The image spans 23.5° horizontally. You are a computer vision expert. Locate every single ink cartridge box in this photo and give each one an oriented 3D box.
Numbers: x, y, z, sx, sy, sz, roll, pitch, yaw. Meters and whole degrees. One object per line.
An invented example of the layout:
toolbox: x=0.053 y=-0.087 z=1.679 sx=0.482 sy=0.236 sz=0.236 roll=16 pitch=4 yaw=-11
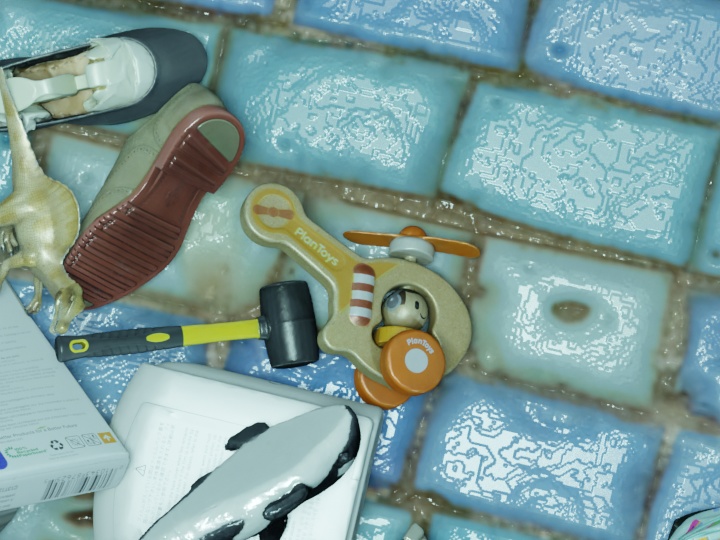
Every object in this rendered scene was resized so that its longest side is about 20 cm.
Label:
ink cartridge box: x=-0.297 y=0.092 z=1.238 sx=0.200 sy=0.197 sz=0.047 roll=46 pitch=127 yaw=34

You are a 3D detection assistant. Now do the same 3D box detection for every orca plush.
orca plush: x=-0.075 y=0.177 z=1.213 sx=0.200 sy=0.105 sz=0.071 roll=-43 pitch=124 yaw=-22

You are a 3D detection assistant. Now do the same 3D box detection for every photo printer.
photo printer: x=-0.096 y=0.161 z=1.288 sx=0.199 sy=0.069 sz=0.167 roll=12 pitch=87 yaw=6

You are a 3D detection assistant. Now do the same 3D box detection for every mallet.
mallet: x=-0.125 y=0.038 z=1.276 sx=0.199 sy=0.041 sz=0.066 roll=2 pitch=79 yaw=-21

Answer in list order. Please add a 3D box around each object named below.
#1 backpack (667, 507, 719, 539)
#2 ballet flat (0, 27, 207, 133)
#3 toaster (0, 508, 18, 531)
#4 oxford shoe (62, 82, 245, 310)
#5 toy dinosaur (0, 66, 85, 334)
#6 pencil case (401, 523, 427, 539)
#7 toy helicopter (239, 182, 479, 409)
backpack: x=0.307 y=0.229 z=1.223 sx=0.199 sy=0.127 sz=0.168 roll=1 pitch=90 yaw=8
ballet flat: x=-0.216 y=-0.140 z=1.315 sx=0.199 sy=0.073 sz=0.073 roll=-10 pitch=86 yaw=4
toaster: x=-0.355 y=0.189 z=1.279 sx=0.200 sy=0.129 sz=0.114 roll=-38 pitch=84 yaw=2
oxford shoe: x=-0.166 y=-0.055 z=1.318 sx=0.200 sy=0.070 sz=0.075 roll=-46 pitch=40 yaw=11
toy dinosaur: x=-0.249 y=-0.043 z=1.297 sx=0.101 sy=0.058 sz=0.201 roll=-23 pitch=80 yaw=34
pencil case: x=0.066 y=0.287 z=1.262 sx=0.089 sy=0.078 sz=0.200 roll=-36 pitch=84 yaw=20
toy helicopter: x=0.000 y=0.000 z=1.282 sx=0.200 sy=0.079 sz=0.132 roll=39 pitch=68 yaw=-5
